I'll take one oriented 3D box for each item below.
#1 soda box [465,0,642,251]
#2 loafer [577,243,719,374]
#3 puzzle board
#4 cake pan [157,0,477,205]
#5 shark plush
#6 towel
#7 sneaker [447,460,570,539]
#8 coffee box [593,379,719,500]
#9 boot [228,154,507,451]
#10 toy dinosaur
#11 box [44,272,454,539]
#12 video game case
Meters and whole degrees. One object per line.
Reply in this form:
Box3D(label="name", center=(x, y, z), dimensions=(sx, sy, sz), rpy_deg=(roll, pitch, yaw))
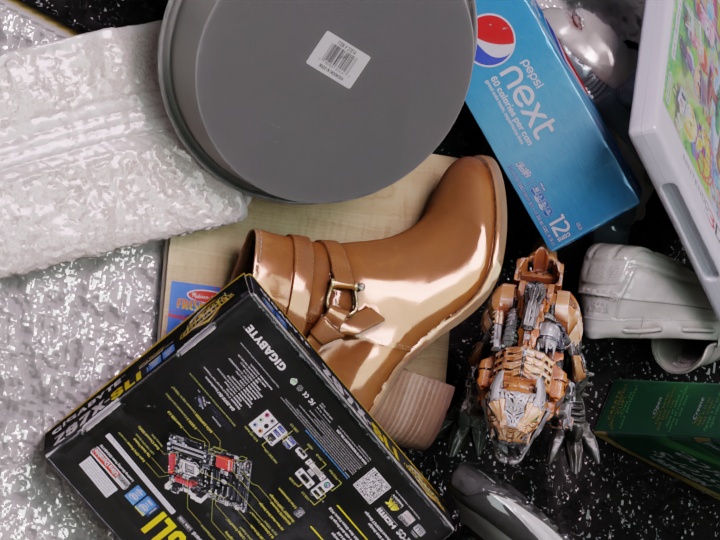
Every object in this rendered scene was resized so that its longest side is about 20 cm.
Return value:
Box3D(label="soda box", center=(0.103, -0.117, 1.691), dimensions=(0.068, 0.064, 0.200), rpy_deg=(-29, 95, 11))
Box3D(label="loafer", center=(0.216, 0.035, 1.752), dimensions=(0.200, 0.070, 0.070), rpy_deg=(17, 84, -37))
Box3D(label="puzzle board", center=(-0.031, -0.009, 1.668), dimensions=(0.200, 0.017, 0.151), rpy_deg=(7, 84, -26))
Box3D(label="cake pan", center=(-0.019, -0.127, 1.569), dimensions=(0.200, 0.037, 0.201), rpy_deg=(-7, 114, -17))
Box3D(label="shark plush", center=(0.152, -0.075, 1.760), dimensions=(0.083, 0.091, 0.200), rpy_deg=(-4, 109, -8))
Box3D(label="towel", center=(-0.167, -0.072, 1.583), dimensions=(0.200, 0.034, 0.133), rpy_deg=(-16, 92, -21))
Box3D(label="sneaker", center=(0.094, 0.197, 1.653), dimensions=(0.079, 0.074, 0.200), rpy_deg=(-38, 132, -14))
Box3D(label="coffee box", center=(0.251, 0.114, 1.700), dimensions=(0.123, 0.200, 0.044), rpy_deg=(28, 77, -24))
Box3D(label="boot", center=(0.000, 0.000, 1.636), dimensions=(0.154, 0.074, 0.200), rpy_deg=(22, 75, -20))
Box3D(label="toy dinosaur", center=(0.110, 0.051, 1.654), dimensions=(0.200, 0.102, 0.136), rpy_deg=(-48, 151, -42))
Box3D(label="box", center=(-0.065, 0.126, 1.587), dimensions=(0.160, 0.049, 0.200), rpy_deg=(-39, 106, 6))
Box3D(label="video game case", center=(0.220, -0.096, 1.708), dimensions=(0.200, 0.022, 0.182), rpy_deg=(-78, 148, -42))
